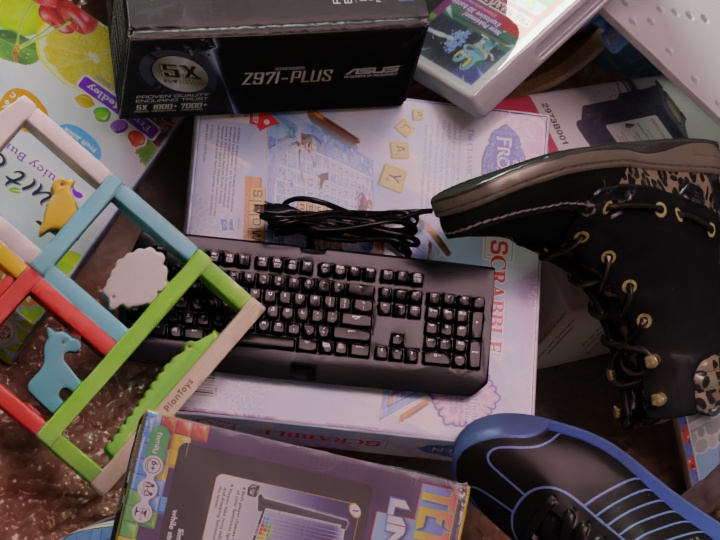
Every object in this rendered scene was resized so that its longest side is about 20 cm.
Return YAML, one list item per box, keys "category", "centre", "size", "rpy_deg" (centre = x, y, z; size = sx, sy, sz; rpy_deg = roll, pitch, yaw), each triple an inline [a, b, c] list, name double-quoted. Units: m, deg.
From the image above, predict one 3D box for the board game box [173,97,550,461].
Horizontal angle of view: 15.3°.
- category: "board game box"
  centre: [0.000, 0.000, 1.471]
  size: [0.199, 0.041, 0.200]
  rpy_deg: [7, 70, -6]

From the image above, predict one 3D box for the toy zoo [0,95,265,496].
- category: "toy zoo"
  centre: [-0.166, 0.003, 1.381]
  size: [0.200, 0.020, 0.131]
  rpy_deg: [41, 78, -3]

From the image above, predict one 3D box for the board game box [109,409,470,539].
- category: "board game box"
  centre: [-0.049, 0.183, 1.299]
  size: [0.165, 0.057, 0.200]
  rpy_deg: [14, 80, -7]

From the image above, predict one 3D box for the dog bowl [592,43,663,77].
- category: "dog bowl"
  centre: [0.156, -0.198, 1.696]
  size: [0.111, 0.050, 0.200]
  rpy_deg: [-18, 51, -21]

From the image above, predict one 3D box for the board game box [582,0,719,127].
- category: "board game box"
  centre: [0.234, -0.136, 1.601]
  size: [0.200, 0.026, 0.200]
  rpy_deg: [43, 41, -5]

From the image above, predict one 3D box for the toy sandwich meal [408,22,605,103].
- category: "toy sandwich meal"
  centre: [0.069, -0.183, 1.619]
  size: [0.205, 0.070, 0.205]
  rpy_deg: [-9, 57, 15]

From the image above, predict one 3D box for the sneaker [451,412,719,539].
- category: "sneaker"
  centre: [0.132, 0.145, 1.390]
  size: [0.200, 0.070, 0.078]
  rpy_deg: [28, 28, 4]

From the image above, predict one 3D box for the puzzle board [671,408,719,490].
- category: "puzzle board"
  centre: [0.260, 0.042, 1.584]
  size: [0.200, 0.017, 0.151]
  rpy_deg: [-23, 107, -30]

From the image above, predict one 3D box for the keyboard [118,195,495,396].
- category: "keyboard"
  centre: [-0.026, 0.006, 1.422]
  size: [0.200, 0.040, 0.104]
  rpy_deg: [6, 71, -8]

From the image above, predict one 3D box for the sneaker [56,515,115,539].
- category: "sneaker"
  centre: [-0.089, 0.143, 1.365]
  size: [0.200, 0.077, 0.076]
  rpy_deg: [-17, 69, -32]

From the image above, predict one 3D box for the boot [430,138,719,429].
- category: "boot"
  centre: [0.134, 0.011, 1.445]
  size: [0.204, 0.073, 0.154]
  rpy_deg: [-9, 86, -42]

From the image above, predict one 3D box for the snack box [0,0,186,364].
- category: "snack box"
  centre: [-0.195, -0.065, 1.465]
  size: [0.142, 0.053, 0.200]
  rpy_deg: [34, 50, -3]

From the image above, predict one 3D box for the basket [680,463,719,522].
- category: "basket"
  centre: [0.303, 0.167, 1.474]
  size: [0.200, 0.198, 0.161]
  rpy_deg: [4, 59, -26]

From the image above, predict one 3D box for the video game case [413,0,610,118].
- category: "video game case"
  centre: [0.070, -0.188, 1.553]
  size: [0.182, 0.023, 0.200]
  rpy_deg: [-42, 45, -12]

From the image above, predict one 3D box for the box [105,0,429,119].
- category: "box"
  centre: [-0.061, -0.193, 1.475]
  size: [0.164, 0.086, 0.200]
  rpy_deg: [-3, 63, -11]

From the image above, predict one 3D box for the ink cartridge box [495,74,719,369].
- category: "ink cartridge box"
  centre: [0.155, -0.033, 1.604]
  size: [0.200, 0.084, 0.145]
  rpy_deg: [-11, 66, -33]
